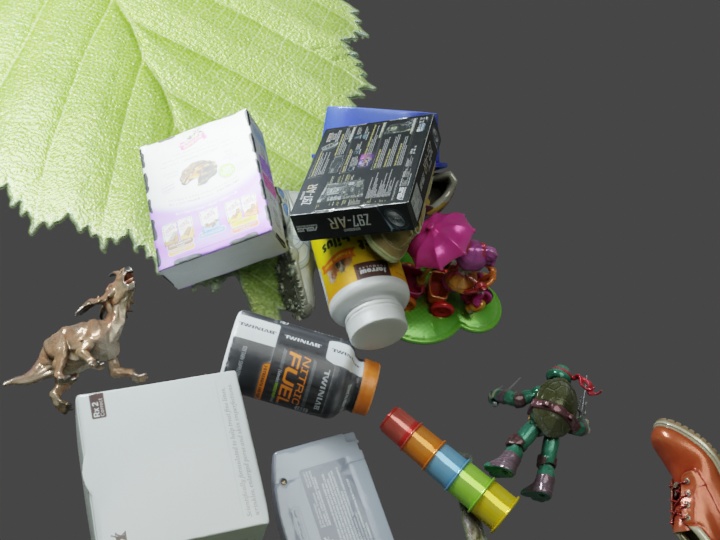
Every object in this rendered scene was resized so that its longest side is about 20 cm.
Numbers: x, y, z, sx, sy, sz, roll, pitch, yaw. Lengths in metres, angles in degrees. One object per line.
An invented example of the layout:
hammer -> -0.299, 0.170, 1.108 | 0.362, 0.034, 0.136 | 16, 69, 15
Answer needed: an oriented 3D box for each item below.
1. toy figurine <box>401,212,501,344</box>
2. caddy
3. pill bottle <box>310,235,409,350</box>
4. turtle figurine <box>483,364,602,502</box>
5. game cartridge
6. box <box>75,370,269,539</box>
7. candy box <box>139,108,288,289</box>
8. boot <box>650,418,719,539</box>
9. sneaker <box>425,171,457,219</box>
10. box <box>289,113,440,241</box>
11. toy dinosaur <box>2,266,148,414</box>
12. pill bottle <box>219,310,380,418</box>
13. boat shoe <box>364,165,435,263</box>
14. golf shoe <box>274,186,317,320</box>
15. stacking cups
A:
toy figurine -> 0.124, -0.001, 1.535 | 0.198, 0.184, 0.151 | 12, 59, -6
caddy -> 0.029, -0.179, 1.633 | 0.198, 0.141, 0.106 | 4, 95, 2
pill bottle -> 0.000, 0.000, 1.489 | 0.108, 0.110, 0.201 | -7, 57, -16
turtle figurine -> 0.242, 0.196, 1.505 | 0.149, 0.101, 0.201 | 25, 63, 2
game cartridge -> -0.037, 0.311, 1.411 | 0.132, 0.041, 0.201 | -10, 64, -22
box -> -0.229, 0.247, 1.347 | 0.198, 0.131, 0.200 | -8, 64, -17
candy box -> -0.202, -0.099, 1.545 | 0.166, 0.072, 0.202 | -18, 63, 9
boot -> 0.441, 0.296, 1.508 | 0.107, 0.075, 0.201 | -30, 72, -20
sneaker -> 0.051, -0.087, 1.615 | 0.199, 0.090, 0.075 | -34, 83, -28
box -> 0.010, -0.122, 1.460 | 0.159, 0.044, 0.201 | -6, 38, 19
toy dinosaur -> -0.358, 0.092, 1.439 | 0.199, 0.086, 0.136 | -25, 57, -6
pill bottle -> -0.076, 0.128, 1.463 | 0.198, 0.106, 0.107 | 16, 59, -3
boat shoe -> 0.057, -0.089, 1.481 | 0.073, 0.063, 0.201 | 38, 38, -10
golf shoe -> -0.073, -0.028, 1.573 | 0.096, 0.078, 0.202 | -1, 64, -23
stacking cups -> 0.114, 0.250, 1.464 | 0.200, 0.061, 0.060 | 41, 61, 12
